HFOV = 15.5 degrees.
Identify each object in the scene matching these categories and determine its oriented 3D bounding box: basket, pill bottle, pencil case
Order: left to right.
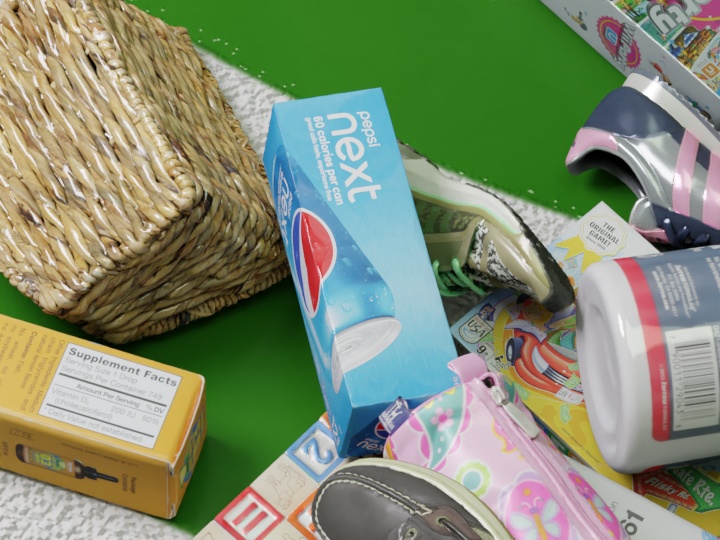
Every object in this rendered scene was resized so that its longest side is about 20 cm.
[{"bbox_3d":[-0.153,-0.056,1.587,0.142,0.149,0.201,-38,63,14],"label":"basket"},{"bbox_3d":[0.094,0.141,1.380,0.087,0.088,0.200,-29,64,-18],"label":"pencil case"},{"bbox_3d":[0.229,0.042,1.481,0.198,0.120,0.120,-7,60,-8],"label":"pill bottle"}]

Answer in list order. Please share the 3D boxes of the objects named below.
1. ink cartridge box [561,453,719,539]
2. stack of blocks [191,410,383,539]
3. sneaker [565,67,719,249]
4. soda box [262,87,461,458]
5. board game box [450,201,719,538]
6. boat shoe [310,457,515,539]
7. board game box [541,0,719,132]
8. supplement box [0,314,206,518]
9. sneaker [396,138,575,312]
[{"bbox_3d":[0.152,0.214,1.436,0.199,0.085,0.145,27,62,15],"label":"ink cartridge box"},{"bbox_3d":[0.007,0.141,1.488,0.115,0.059,0.200,38,65,18],"label":"stack of blocks"},{"bbox_3d":[0.209,-0.031,1.602,0.082,0.070,0.200,-42,65,-7],"label":"sneaker"},{"bbox_3d":[0.000,0.000,1.494,0.067,0.064,0.201,-8,61,-13],"label":"soda box"},{"bbox_3d":[0.164,0.068,1.551,0.134,0.034,0.200,-39,68,-22],"label":"board game box"},{"bbox_3d":[0.043,0.157,1.325,0.200,0.072,0.066,34,23,33],"label":"boat shoe"},{"bbox_3d":[0.206,-0.192,1.691,0.147,0.064,0.200,-39,69,-22],"label":"board game box"},{"bbox_3d":[-0.188,0.074,1.515,0.199,0.067,0.069,19,58,8],"label":"supplement box"},{"bbox_3d":[0.047,-0.006,1.557,0.089,0.077,0.200,-52,43,-5],"label":"sneaker"}]
